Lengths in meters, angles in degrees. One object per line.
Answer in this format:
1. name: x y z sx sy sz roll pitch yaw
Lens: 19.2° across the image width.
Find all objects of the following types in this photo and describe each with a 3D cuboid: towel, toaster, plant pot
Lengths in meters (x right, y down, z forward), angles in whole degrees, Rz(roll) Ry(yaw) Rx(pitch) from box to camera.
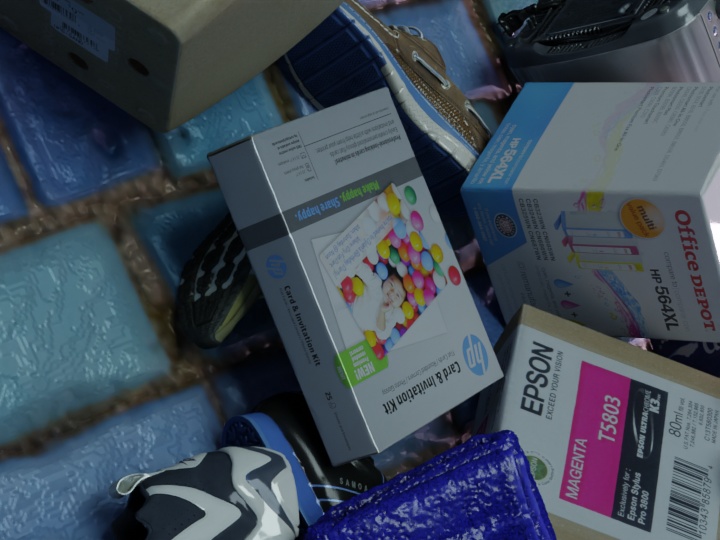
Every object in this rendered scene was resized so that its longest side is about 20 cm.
1. towel: 0.065 0.208 1.223 0.147 0.050 0.201 -25 98 -19
2. toaster: 0.197 -0.141 1.532 0.129 0.199 0.114 59 45 -23
3. plant pot: -0.118 -0.205 1.275 0.199 0.200 0.177 34 68 5

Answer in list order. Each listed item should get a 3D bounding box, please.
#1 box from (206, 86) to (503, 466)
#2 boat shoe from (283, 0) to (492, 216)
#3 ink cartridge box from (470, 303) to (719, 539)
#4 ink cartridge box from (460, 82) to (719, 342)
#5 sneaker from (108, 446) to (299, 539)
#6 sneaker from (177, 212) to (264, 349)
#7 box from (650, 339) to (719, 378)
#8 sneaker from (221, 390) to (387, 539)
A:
1. box: 0.000 0.000 1.301 0.156 0.041 0.201 -25 95 -54
2. boat shoe: 0.019 -0.127 1.452 0.200 0.072 0.072 50 42 -22
3. ink cartridge box: 0.152 0.135 1.360 0.164 0.075 0.200 21 44 -6
4. ink cartridge box: 0.193 -0.041 1.431 0.125 0.199 0.129 -55 136 -40
5. sneaker: -0.096 0.199 1.193 0.129 0.079 0.200 0 80 -27
6. sneaker: -0.040 -0.012 1.344 0.089 0.077 0.200 50 49 -20
7. box: 0.262 0.048 1.521 0.032 0.121 0.201 -5 72 -42
8. sneaker: -0.007 0.164 1.282 0.078 0.070 0.201 -21 83 -38
